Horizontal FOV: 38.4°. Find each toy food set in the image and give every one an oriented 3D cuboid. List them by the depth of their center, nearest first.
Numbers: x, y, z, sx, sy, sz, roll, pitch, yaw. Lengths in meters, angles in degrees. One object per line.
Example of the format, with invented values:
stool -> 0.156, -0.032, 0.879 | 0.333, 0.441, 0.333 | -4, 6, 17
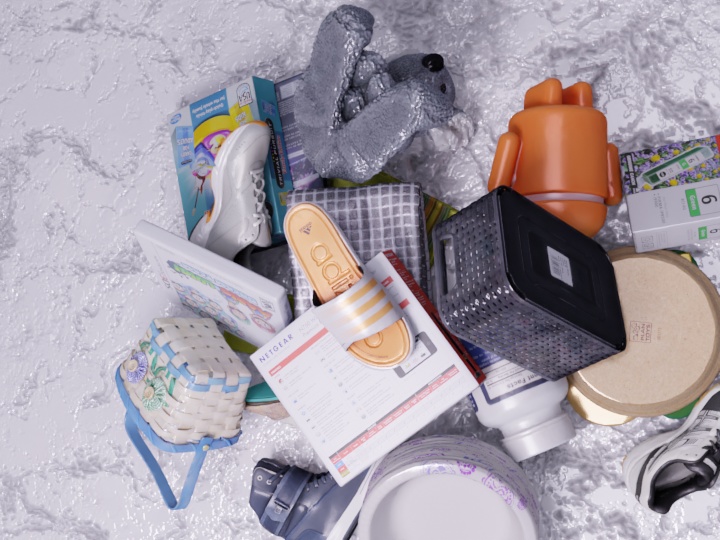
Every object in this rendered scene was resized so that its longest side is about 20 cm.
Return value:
toy food set -> 0.319, 0.072, 1.170 | 0.197, 0.049, 0.201 | -12, 82, 15

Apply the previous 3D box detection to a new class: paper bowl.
paper bowl -> 0.102, 0.277, 1.166 | 0.199, 0.104, 0.202 | 4, 113, 10

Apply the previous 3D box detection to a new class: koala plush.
koala plush -> 0.038, -0.200, 1.212 | 0.178, 0.200, 0.184 | 49, 130, 14

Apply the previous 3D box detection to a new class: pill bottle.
pill bottle -> 0.169, 0.110, 1.178 | 0.110, 0.111, 0.201 | -25, 79, 13

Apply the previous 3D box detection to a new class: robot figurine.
robot figurine -> 0.223, -0.114, 1.179 | 0.116, 0.144, 0.202 | -3, 85, 33

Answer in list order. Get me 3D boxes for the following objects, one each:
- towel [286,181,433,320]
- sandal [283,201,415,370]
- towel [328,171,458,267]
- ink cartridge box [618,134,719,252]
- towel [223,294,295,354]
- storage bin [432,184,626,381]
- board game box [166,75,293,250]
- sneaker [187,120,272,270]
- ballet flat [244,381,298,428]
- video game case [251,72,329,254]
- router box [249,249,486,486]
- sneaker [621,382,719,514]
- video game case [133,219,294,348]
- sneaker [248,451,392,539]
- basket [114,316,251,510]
towel -> 0.000, 0.000, 1.207 | 0.164, 0.086, 0.202 | -5, 91, 6
sandal -> -0.025, 0.020, 1.091 | 0.079, 0.059, 0.207 | -37, 83, 15
towel -> 0.018, -0.079, 1.280 | 0.199, 0.018, 0.086 | 28, 93, 17
ink cartridge box -> 0.394, -0.093, 1.141 | 0.199, 0.050, 0.110 | -10, 59, 16
towel -> -0.079, 0.076, 1.304 | 0.199, 0.018, 0.087 | 11, 88, 17
storage bin -> 0.178, 0.017, 1.084 | 0.094, 0.199, 0.136 | -30, 47, 37
board game box -> -0.162, -0.124, 1.307 | 0.150, 0.047, 0.201 | -17, 79, 33
sneaker -> -0.132, -0.076, 1.222 | 0.092, 0.076, 0.201 | 30, 113, 23
ballet flat -> -0.056, 0.158, 1.263 | 0.199, 0.068, 0.068 | -17, 105, 24
video game case -> -0.106, -0.133, 1.308 | 0.142, 0.019, 0.201 | -14, 82, 33
router box -> 0.007, 0.107, 1.144 | 0.200, 0.049, 0.180 | -38, 83, 15
sneaker -> 0.378, 0.192, 1.112 | 0.200, 0.088, 0.076 | -43, 104, 14
video game case -> -0.166, 0.030, 1.240 | 0.199, 0.182, 0.024 | 25, 66, 17
sneaker -> -0.048, 0.244, 1.249 | 0.146, 0.077, 0.203 | 34, 96, 14
basket -> -0.229, 0.166, 1.272 | 0.176, 0.138, 0.201 | 44, 123, 41
